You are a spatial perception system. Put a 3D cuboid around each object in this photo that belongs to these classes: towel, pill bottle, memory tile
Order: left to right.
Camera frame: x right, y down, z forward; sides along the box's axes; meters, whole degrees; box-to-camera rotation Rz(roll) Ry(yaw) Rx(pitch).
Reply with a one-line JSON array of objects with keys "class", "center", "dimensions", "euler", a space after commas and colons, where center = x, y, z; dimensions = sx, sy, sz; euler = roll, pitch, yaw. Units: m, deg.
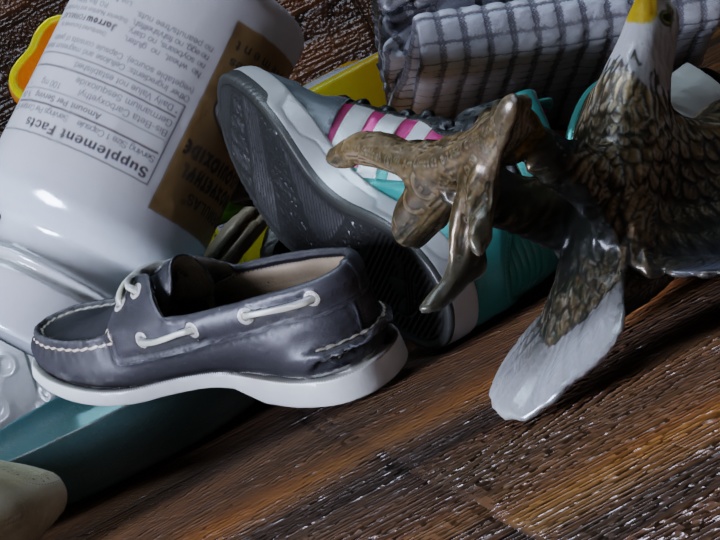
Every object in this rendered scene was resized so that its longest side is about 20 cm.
[{"class": "pill bottle", "center": [-0.118, -0.052, 1.373], "dimensions": [0.201, 0.114, 0.114], "euler": [-64, 13, -8]}, {"class": "memory tile", "center": [-0.097, 0.016, 1.588], "dimensions": [0.153, 0.017, 0.200], "euler": [-51, 1, 11]}, {"class": "towel", "center": [0.088, -0.131, 1.454], "dimensions": [0.165, 0.086, 0.200], "euler": [-10, -11, -2]}]

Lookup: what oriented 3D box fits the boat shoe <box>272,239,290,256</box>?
[{"class": "boat shoe", "center": [-0.003, 0.001, 1.387], "dimensions": [0.073, 0.063, 0.201], "euler": [-24, 7, -8]}]

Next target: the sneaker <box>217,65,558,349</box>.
[{"class": "sneaker", "center": [0.029, -0.050, 1.285], "dimensions": [0.120, 0.084, 0.200], "euler": [-23, 44, -26]}]

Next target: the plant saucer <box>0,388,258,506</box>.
[{"class": "plant saucer", "center": [-0.112, 0.072, 1.365], "dimensions": [0.199, 0.036, 0.200], "euler": [-26, 5, 3]}]

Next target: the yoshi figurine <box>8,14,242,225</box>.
[{"class": "yoshi figurine", "center": [-0.115, -0.070, 1.560], "dimensions": [0.111, 0.113, 0.200], "euler": [-6, -27, 9]}]

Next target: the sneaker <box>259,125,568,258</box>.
[{"class": "sneaker", "center": [0.035, -0.046, 1.592], "dimensions": [0.199, 0.072, 0.072], "euler": [-24, 8, 13]}]

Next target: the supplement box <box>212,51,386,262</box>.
[{"class": "supplement box", "center": [-0.045, -0.051, 1.806], "dimensions": [0.200, 0.110, 0.109], "euler": [-29, 6, -19]}]

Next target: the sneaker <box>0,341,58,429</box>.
[{"class": "sneaker", "center": [-0.147, 0.003, 1.521], "dimensions": [0.200, 0.080, 0.146], "euler": [-55, 3, 15]}]

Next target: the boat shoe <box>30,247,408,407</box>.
[{"class": "boat shoe", "center": [-0.071, 0.021, 1.244], "dimensions": [0.199, 0.061, 0.074], "euler": [1, 31, 40]}]

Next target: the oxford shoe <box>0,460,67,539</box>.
[{"class": "oxford shoe", "center": [-0.198, 0.116, 1.232], "dimensions": [0.074, 0.071, 0.200], "euler": [-26, 14, -37]}]

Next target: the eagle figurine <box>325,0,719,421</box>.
[{"class": "eagle figurine", "center": [0.115, -0.036, 1.010], "dimensions": [0.199, 0.151, 0.152], "euler": [3, 34, -30]}]

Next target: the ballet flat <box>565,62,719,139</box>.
[{"class": "ballet flat", "center": [0.147, -0.071, 1.349], "dimensions": [0.068, 0.068, 0.200], "euler": [-12, 10, 17]}]

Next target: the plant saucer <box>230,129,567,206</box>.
[{"class": "plant saucer", "center": [0.033, -0.052, 1.434], "dimensions": [0.199, 0.032, 0.200], "euler": [-1, -1, 0]}]
